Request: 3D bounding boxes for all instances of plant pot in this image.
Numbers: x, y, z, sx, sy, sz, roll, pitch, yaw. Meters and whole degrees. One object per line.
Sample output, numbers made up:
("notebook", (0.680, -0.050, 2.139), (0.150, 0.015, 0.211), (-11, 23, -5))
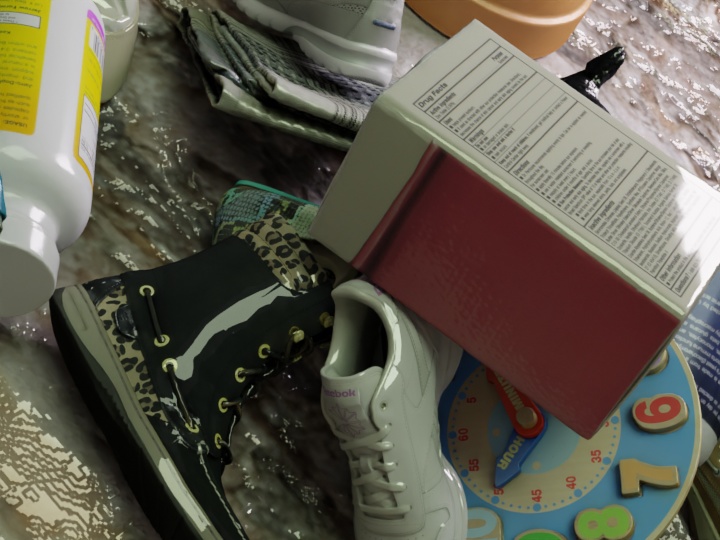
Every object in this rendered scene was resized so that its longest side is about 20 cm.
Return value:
("plant pot", (0.123, -0.290, 1.280), (0.200, 0.140, 0.200), (17, 49, -20))

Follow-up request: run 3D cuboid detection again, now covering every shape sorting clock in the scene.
("shape sorting clock", (0.104, 0.095, 0.966), (0.039, 0.200, 0.200), (49, 21, -59))

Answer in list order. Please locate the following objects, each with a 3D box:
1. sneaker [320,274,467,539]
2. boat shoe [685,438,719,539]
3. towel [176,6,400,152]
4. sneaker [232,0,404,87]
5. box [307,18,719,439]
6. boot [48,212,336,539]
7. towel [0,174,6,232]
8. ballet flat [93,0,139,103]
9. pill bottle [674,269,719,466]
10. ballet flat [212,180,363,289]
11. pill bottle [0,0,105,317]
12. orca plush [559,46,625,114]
("sneaker", (0.009, 0.098, 0.914), (0.100, 0.075, 0.201), (5, 81, -52))
("boat shoe", (0.245, 0.117, 1.091), (0.072, 0.076, 0.200), (-10, 63, -38))
("towel", (-0.020, -0.122, 1.073), (0.200, 0.035, 0.193), (16, 20, -21))
("sneaker", (-0.024, -0.196, 1.113), (0.075, 0.082, 0.200), (11, 19, -40))
("box", (0.094, -0.026, 0.897), (0.200, 0.109, 0.128), (37, 40, 9))
("boot", (-0.068, 0.067, 0.901), (0.154, 0.074, 0.204), (-25, 68, -22))
("towel", (-0.259, -0.074, 0.875), (0.022, 0.146, 0.200), (37, 32, -51))
("ballet flat", (-0.176, -0.203, 1.071), (0.069, 0.069, 0.200), (14, 51, -24))
("pill bottle", (0.192, 0.061, 1.037), (0.111, 0.111, 0.200), (31, 73, -9))
("ballet flat", (0.000, 0.000, 0.995), (0.200, 0.074, 0.074), (12, 43, 15))
("pill bottle", (-0.205, -0.075, 0.927), (0.104, 0.104, 0.200), (16, 50, -22))
("orca plush", (0.153, -0.086, 1.027), (0.105, 0.071, 0.200), (8, 47, 11))
